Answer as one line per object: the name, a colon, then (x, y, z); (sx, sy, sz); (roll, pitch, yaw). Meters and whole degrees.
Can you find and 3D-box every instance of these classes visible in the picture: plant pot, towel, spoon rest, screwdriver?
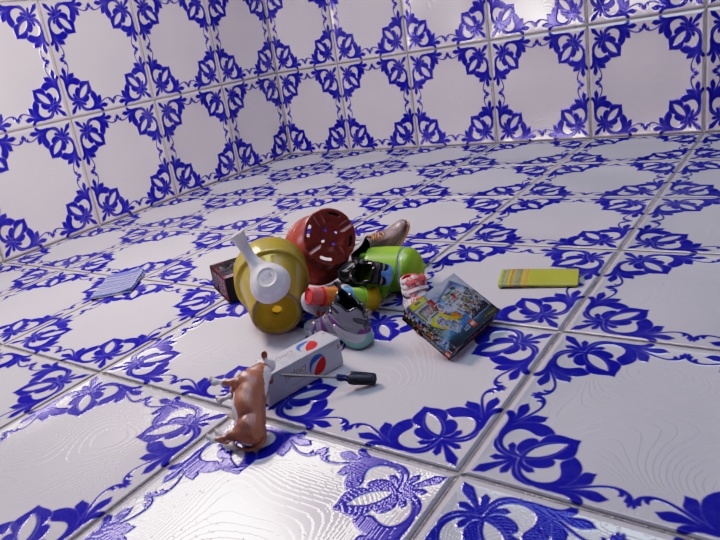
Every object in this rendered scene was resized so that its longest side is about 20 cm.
plant pot: (-0.103, -0.074, 1.800); (0.195, 0.207, 0.195); (-15, -5, -15)
towel: (-0.812, 0.041, 2.212); (0.140, 0.025, 0.201); (-11, 19, -1)
plant pot: (-0.217, 0.051, 1.648); (0.194, 0.206, 0.191); (-12, 34, -7)
spoon rest: (-0.238, -0.006, 1.558); (0.098, 0.061, 0.202); (-33, 66, -10)
towel: (0.444, 0.021, 1.645); (0.194, 0.019, 0.086); (-1, 27, 23)
screwdriver: (-0.064, 0.208, 1.300); (0.193, 0.029, 0.029); (5, 24, 1)

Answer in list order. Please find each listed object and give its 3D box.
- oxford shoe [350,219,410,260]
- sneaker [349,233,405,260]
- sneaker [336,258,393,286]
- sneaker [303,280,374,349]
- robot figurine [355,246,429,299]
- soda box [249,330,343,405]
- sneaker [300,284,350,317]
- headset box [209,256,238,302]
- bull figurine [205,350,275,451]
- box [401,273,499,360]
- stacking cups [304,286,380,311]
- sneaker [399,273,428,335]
oxford shoe: (0.058, -0.080, 1.871); (0.199, 0.073, 0.072); (-43, 43, 4)
sneaker: (0.043, -0.061, 1.946); (0.193, 0.103, 0.075); (-6, 16, 7)
sneaker: (0.000, 0.000, 1.654); (0.081, 0.073, 0.197); (15, -7, -35)
sneaker: (-0.057, 0.091, 1.503); (0.195, 0.144, 0.077); (4, 23, 34)
robot figurine: (0.082, -0.004, 1.738); (0.194, 0.119, 0.176); (-1, 22, 23)
soda box: (-0.131, 0.199, 1.362); (0.197, 0.066, 0.067); (-26, 25, -36)
sneaker: (-0.099, 0.074, 1.653); (0.080, 0.080, 0.198); (3, 2, 32)
headset box: (-0.350, 0.020, 1.954); (0.145, 0.080, 0.199); (-18, 19, -22)
bull figurine: (-0.215, 0.238, 1.209); (0.117, 0.066, 0.204); (-12, 45, 5)
box: (0.198, 0.095, 1.424); (0.136, 0.038, 0.198); (40, 41, 20)
stacking cups: (-0.045, 0.070, 1.591); (0.195, 0.063, 0.060); (1, 10, -35)
sneaker: (0.140, 0.074, 1.503); (0.065, 0.111, 0.201); (-13, 20, -12)
